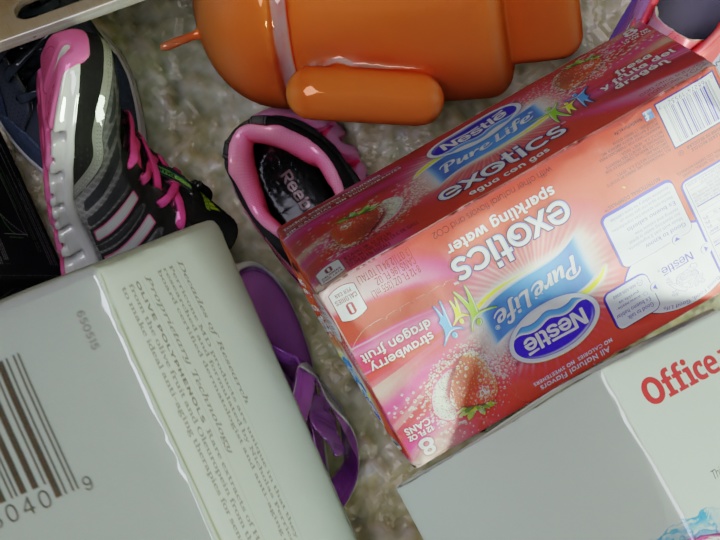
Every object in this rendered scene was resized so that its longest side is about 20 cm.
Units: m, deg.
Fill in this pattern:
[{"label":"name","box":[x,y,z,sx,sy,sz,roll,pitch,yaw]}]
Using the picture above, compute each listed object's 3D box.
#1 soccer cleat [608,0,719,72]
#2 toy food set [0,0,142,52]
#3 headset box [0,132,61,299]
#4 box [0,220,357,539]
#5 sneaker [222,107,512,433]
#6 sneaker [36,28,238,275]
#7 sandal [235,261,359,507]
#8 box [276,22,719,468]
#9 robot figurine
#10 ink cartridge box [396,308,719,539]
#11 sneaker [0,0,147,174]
[{"label":"soccer cleat","box":[0.136,-0.086,1.051,0.068,0.073,0.200,29,91,11]},{"label":"toy food set","box":[-0.162,-0.195,0.961,0.143,0.060,0.200,-21,123,-3]},{"label":"headset box","box":[-0.267,0.003,1.037,0.174,0.200,0.093,-29,81,17]},{"label":"box","box":[-0.131,0.110,0.962,0.199,0.171,0.200,-24,93,15]},{"label":"sneaker","box":[0.000,0.000,1.058,0.079,0.095,0.200,-42,82,3]},{"label":"sneaker","box":[-0.105,-0.033,1.055,0.087,0.074,0.200,-9,128,-4]},{"label":"sandal","box":[-0.024,0.092,1.062,0.050,0.082,0.203,-9,96,27]},{"label":"box","box":[0.076,-0.014,0.979,0.200,0.095,0.100,-30,112,-3]},{"label":"robot figurine","box":[0.005,-0.136,1.055,0.200,0.117,0.144,-3,85,10]},{"label":"ink cartridge box","box":[0.145,0.134,0.970,0.145,0.145,0.200,-34,80,43]},{"label":"sneaker","box":[-0.179,-0.132,1.074,0.077,0.146,0.202,-28,83,5]}]
